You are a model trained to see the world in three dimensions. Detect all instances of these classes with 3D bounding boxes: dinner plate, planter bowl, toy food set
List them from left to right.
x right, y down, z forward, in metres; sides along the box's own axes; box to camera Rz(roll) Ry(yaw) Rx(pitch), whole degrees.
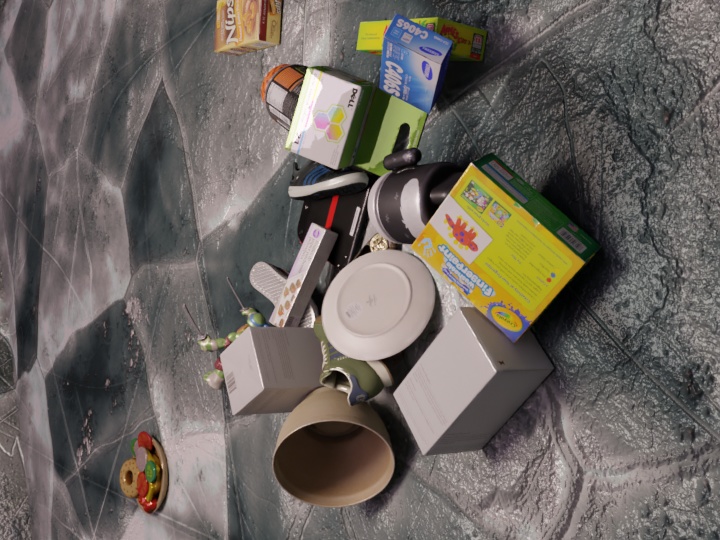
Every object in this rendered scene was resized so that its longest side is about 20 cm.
[{"bbox_3d":[-0.538,0.505,2.320,0.200,0.049,0.198,40,119,48],"label":"toy food set"},{"bbox_3d":[-0.044,0.281,1.569,0.135,0.200,0.200,-92,26,-56],"label":"planter bowl"},{"bbox_3d":[0.024,0.050,1.515,0.200,0.024,0.200,-12,58,21],"label":"dinner plate"}]

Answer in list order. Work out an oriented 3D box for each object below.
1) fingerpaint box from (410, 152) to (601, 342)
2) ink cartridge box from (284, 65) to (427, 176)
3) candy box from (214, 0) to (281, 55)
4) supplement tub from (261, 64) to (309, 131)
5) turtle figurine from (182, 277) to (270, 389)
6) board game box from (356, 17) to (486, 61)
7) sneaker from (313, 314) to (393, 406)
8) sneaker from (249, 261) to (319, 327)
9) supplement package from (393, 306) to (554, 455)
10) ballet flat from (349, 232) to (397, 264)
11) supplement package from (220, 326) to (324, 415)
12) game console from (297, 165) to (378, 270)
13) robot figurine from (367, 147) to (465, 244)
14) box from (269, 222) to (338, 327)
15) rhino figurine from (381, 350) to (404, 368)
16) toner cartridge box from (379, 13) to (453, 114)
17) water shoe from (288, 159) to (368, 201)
[{"bbox_3d":[0.196,-0.032,1.275,0.200,0.073,0.167,43,126,12],"label":"fingerpaint box"},{"bbox_3d":[-0.006,-0.239,1.547,0.200,0.076,0.148,23,109,17],"label":"ink cartridge box"},{"bbox_3d":[-0.241,-0.530,1.982,0.200,0.055,0.116,6,93,53],"label":"candy box"},{"bbox_3d":[-0.098,-0.306,1.716,0.200,0.122,0.123,42,120,47],"label":"supplement tub"},{"bbox_3d":[-0.274,0.134,1.913,0.144,0.200,0.194,-79,11,-57],"label":"turtle figurine"},{"bbox_3d":[0.094,-0.365,1.477,0.200,0.101,0.048,17,100,53],"label":"board game box"},{"bbox_3d":[-0.039,0.151,1.545,0.200,0.090,0.067,38,157,40],"label":"sneaker"},{"bbox_3d":[-0.126,0.055,1.770,0.078,0.079,0.200,-53,54,13],"label":"sneaker"},{"bbox_3d":[0.159,0.160,1.339,0.200,0.117,0.117,-56,45,35],"label":"supplement package"},{"bbox_3d":[0.000,0.000,1.625,0.200,0.046,0.067,-48,52,41],"label":"ballet flat"},{"bbox_3d":[-0.127,0.179,1.655,0.120,0.200,0.121,-43,54,43],"label":"supplement package"},{"bbox_3d":[-0.043,-0.116,1.713,0.177,0.031,0.200,32,114,43],"label":"game console"},{"bbox_3d":[0.100,-0.104,1.435,0.200,0.125,0.151,-2,81,53],"label":"robot figurine"},{"bbox_3d":[-0.104,0.014,1.691,0.039,0.041,0.200,28,97,37],"label":"box"},{"bbox_3d":[0.007,0.103,1.592,0.200,0.060,0.088,29,129,50],"label":"rhino figurine"},{"bbox_3d":[0.081,-0.309,1.412,0.043,0.095,0.200,-62,-5,-10],"label":"toner cartridge box"},{"bbox_3d":[-0.065,-0.173,1.661,0.200,0.071,0.079,-5,84,48],"label":"water shoe"}]
